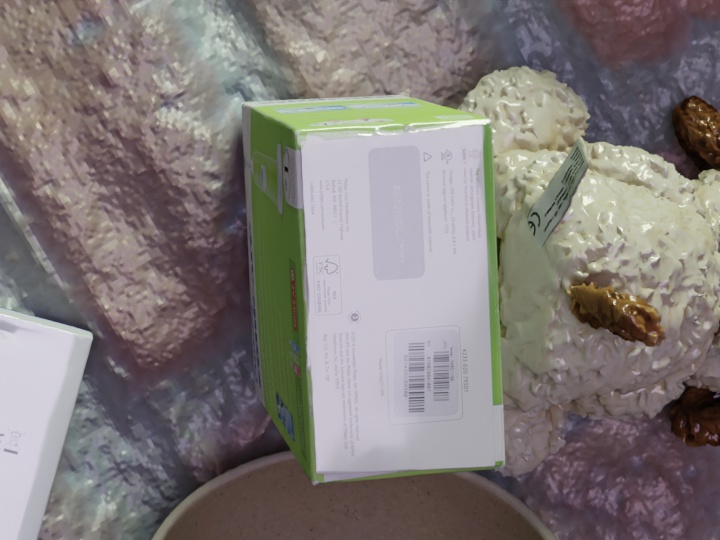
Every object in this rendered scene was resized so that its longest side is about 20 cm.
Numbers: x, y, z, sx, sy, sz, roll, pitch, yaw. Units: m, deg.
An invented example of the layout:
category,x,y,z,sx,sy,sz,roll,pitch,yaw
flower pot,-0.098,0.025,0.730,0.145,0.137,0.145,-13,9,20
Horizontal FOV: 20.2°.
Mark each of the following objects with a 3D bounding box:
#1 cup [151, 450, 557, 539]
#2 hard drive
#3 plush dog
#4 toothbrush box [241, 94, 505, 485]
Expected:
category,x,y,z,sx,sy,sz,roll,pitch,yaw
cup,-0.005,0.200,0.950,0.199,0.201,0.144,-3,125,-10
hard drive,-0.218,0.110,0.968,0.131,0.025,0.201,15,94,-11
plush dog,0.143,0.003,0.971,0.171,0.160,0.202,-5,98,-33
toothbrush box,0.000,0.000,0.904,0.085,0.200,0.147,-4,98,-11
